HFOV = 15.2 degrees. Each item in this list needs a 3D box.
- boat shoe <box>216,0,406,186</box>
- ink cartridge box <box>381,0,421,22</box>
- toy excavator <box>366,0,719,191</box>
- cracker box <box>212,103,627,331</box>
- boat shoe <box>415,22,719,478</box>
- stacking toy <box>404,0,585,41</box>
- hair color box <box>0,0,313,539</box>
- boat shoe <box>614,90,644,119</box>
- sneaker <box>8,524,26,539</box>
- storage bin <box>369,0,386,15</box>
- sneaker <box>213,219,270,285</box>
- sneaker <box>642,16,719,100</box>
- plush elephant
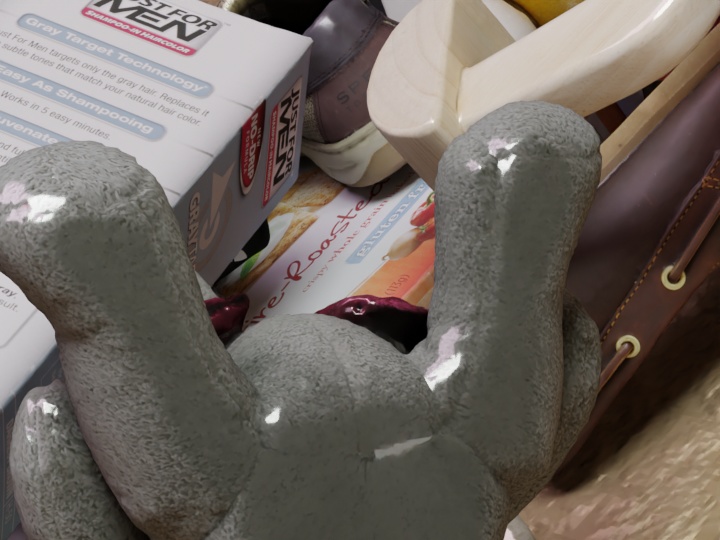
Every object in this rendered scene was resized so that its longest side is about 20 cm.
[{"bbox_3d":[-0.025,-0.077,0.963,0.072,0.065,0.200,-41,19,-9],"label":"boat shoe"},{"bbox_3d":[0.077,-0.188,0.993,0.200,0.146,0.084,-28,11,-40],"label":"ink cartridge box"},{"bbox_3d":[0.109,-0.108,0.710,0.194,0.100,0.201,2,54,47],"label":"toy excavator"},{"bbox_3d":[0.000,0.000,0.937,0.134,0.058,0.200,-47,22,-22],"label":"cracker box"},{"bbox_3d":[0.105,-0.025,0.789,0.200,0.070,0.070,-45,-12,11],"label":"boat shoe"},{"bbox_3d":[0.075,-0.113,0.815,0.201,0.146,0.146,-57,26,-14],"label":"stacking toy"},{"bbox_3d":[-0.103,-0.010,0.797,0.099,0.061,0.200,22,45,16],"label":"hair color box"},{"bbox_3d":[0.062,-0.069,0.967,0.057,0.069,0.200,-45,20,-20],"label":"boat shoe"},{"bbox_3d":[-0.156,0.035,0.928,0.092,0.199,0.076,-31,-36,-57],"label":"sneaker"},{"bbox_3d":[0.032,-0.174,1.132,0.145,0.135,0.200,-19,28,40],"label":"storage bin"},{"bbox_3d":[-0.074,-0.032,0.953,0.079,0.072,0.200,-18,24,-2],"label":"sneaker"},{"bbox_3d":[0.157,-0.102,0.874,0.087,0.074,0.200,-12,33,46],"label":"sneaker"},{"bbox_3d":[-0.024,0.055,0.719,0.164,0.201,0.155,-14,6,-24],"label":"plush elephant"}]
